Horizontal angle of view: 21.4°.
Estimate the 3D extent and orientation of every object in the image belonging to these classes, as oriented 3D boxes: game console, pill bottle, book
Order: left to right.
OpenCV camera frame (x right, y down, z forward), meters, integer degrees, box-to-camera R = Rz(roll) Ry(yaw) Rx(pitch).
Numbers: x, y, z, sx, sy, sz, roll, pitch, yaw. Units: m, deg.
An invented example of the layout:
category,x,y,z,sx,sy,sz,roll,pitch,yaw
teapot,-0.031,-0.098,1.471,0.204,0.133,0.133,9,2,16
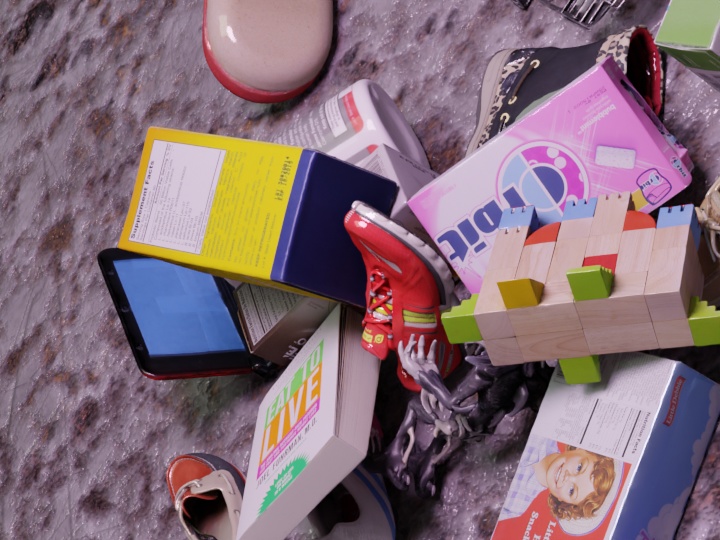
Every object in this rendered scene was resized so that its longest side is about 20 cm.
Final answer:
category,x,y,z,sx,sy,sz,roll,pitch,yaw
game console,-0.134,0.000,1.791,0.172,0.118,0.200,-49,40,17
pill bottle,-0.047,-0.073,1.707,0.200,0.114,0.114,-32,46,15
book,-0.042,0.131,1.546,0.134,0.048,0.200,-48,17,23

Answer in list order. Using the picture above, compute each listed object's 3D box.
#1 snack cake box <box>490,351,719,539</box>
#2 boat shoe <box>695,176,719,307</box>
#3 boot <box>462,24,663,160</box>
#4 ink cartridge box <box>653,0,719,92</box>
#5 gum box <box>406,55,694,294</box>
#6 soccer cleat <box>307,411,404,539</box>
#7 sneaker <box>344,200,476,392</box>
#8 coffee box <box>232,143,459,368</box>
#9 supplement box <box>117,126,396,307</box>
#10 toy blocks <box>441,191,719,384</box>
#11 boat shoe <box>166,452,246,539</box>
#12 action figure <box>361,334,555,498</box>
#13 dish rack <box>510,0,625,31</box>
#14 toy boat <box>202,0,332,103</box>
category,x,y,z,sx,sy,sz,roll,pitch,yaw
snack cake box,0.175,0.158,1.386,0.115,0.067,0.201,14,79,50
boat shoe,0.287,-0.059,1.389,0.201,0.063,0.073,-49,40,16
boot,0.164,-0.101,1.551,0.153,0.073,0.204,-10,63,42
ink cartridge box,0.308,-0.236,1.438,0.059,0.104,0.201,16,81,51
gum box,0.152,-0.068,1.481,0.200,0.114,0.066,-35,3,19
soccer cleat,-0.021,0.160,1.591,0.070,0.086,0.200,-43,42,23
sneaker,0.031,0.029,1.518,0.085,0.200,0.077,-43,43,-14
coffee box,0.000,0.000,1.642,0.200,0.114,0.080,-44,43,23
supplement box,-0.087,-0.046,1.573,0.199,0.109,0.109,12,85,41
toy blocks,0.172,-0.001,1.387,0.199,0.100,0.137,-7,36,23
boat shoe,-0.132,0.217,1.704,0.071,0.062,0.200,-58,37,8
action figure,0.082,0.090,1.494,0.200,0.119,0.102,-46,54,30
dish rack,0.197,-0.280,1.622,0.154,0.054,0.200,-58,34,7
toy boat,-0.101,-0.252,1.925,0.131,0.130,0.201,118,157,-56
